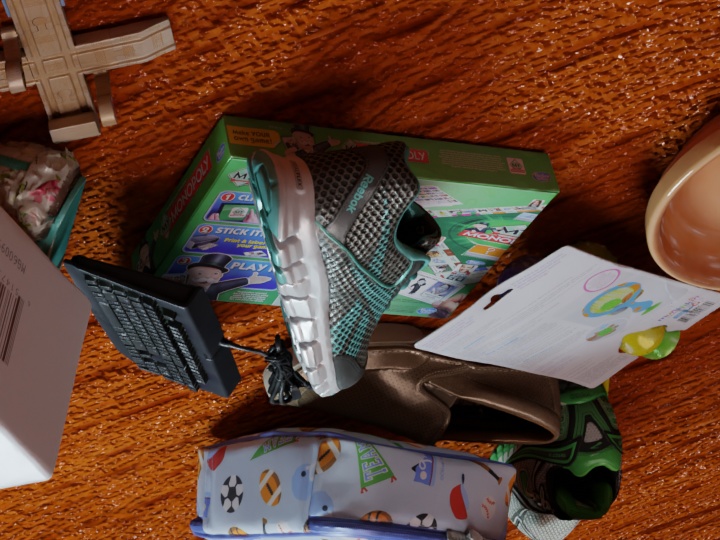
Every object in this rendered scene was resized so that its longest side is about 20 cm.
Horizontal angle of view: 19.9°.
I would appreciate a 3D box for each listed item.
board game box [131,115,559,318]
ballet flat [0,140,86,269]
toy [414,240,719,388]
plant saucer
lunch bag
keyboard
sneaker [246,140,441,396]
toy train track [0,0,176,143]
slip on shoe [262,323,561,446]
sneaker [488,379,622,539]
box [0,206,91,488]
[{"bbox_3d":[-0.009,-0.025,1.128,0.199,0.029,0.135,5,144,-28],"label":"board game box"},{"bbox_3d":[-0.187,-0.004,1.071,0.064,0.076,0.200,23,140,-1],"label":"ballet flat"},{"bbox_3d":[0.126,0.017,1.236,0.115,0.047,0.200,-35,148,27],"label":"toy"},{"bbox_3d":[0.257,-0.055,1.177,0.199,0.038,0.200,-11,151,-6],"label":"plant saucer"},{"bbox_3d":[-0.001,0.148,1.311,0.160,0.076,0.200,15,167,-39],"label":"lunch bag"},{"bbox_3d":[-0.089,0.041,1.126,0.126,0.021,0.200,15,165,7],"label":"keyboard"},{"bbox_3d":[0.000,0.000,1.076,0.091,0.078,0.200,-16,152,-4],"label":"sneaker"},{"bbox_3d":[-0.145,-0.110,0.925,0.114,0.033,0.200,-12,149,-2],"label":"toy train track"},{"bbox_3d":[0.037,0.080,1.291,0.199,0.061,0.076,5,146,-29],"label":"slip on shoe"},{"bbox_3d":[0.135,0.144,1.416,0.078,0.086,0.200,-10,151,-7],"label":"sneaker"},{"bbox_3d":[-0.257,0.033,0.980,0.199,0.107,0.152,-12,139,23],"label":"box"}]
